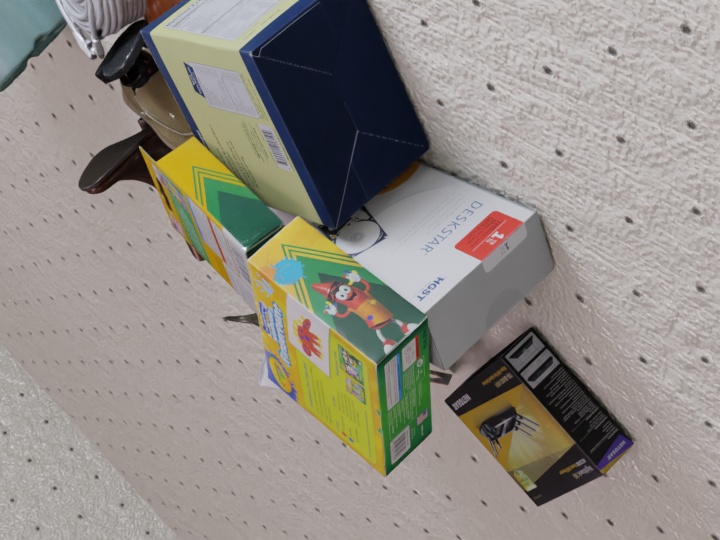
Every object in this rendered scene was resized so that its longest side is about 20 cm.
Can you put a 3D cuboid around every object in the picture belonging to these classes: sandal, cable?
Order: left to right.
[{"bbox_3d":[-0.298,-0.350,1.782,0.201,0.069,0.200,59,159,14],"label":"cable"},{"bbox_3d":[-0.252,-0.235,1.849,0.048,0.076,0.200,33,177,-15],"label":"sandal"}]

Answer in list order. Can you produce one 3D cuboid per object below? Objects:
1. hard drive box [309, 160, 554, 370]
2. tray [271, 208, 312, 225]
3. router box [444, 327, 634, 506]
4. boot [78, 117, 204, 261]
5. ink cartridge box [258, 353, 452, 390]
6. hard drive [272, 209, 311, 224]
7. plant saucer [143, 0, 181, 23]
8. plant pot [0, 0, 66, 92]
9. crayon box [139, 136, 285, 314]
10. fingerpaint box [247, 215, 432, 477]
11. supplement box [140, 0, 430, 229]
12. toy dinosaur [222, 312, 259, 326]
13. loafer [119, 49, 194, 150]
[{"bbox_3d":[0.057,-0.013,1.573,0.199,0.156,0.077,26,149,43],"label":"hard drive box"},{"bbox_3d":[-0.089,-0.054,1.724,0.198,0.022,0.109,8,113,39],"label":"tray"},{"bbox_3d":[0.183,0.158,1.742,0.157,0.052,0.200,48,158,4],"label":"router box"},{"bbox_3d":[-0.231,-0.077,1.995,0.064,0.186,0.201,-1,125,44],"label":"boot"},{"bbox_3d":[-0.003,0.119,1.828,0.198,0.058,0.163,16,-178,5],"label":"ink cartridge box"},{"bbox_3d":[-0.035,-0.002,1.747,0.134,0.042,0.202,12,118,37],"label":"hard drive"},{"bbox_3d":[-0.158,-0.238,1.781,0.200,0.037,0.201,41,157,21],"label":"plant saucer"},{"bbox_3d":[-0.467,-0.334,2.032,0.196,0.201,0.200,45,159,-9],"label":"plant pot"},{"bbox_3d":[-0.133,-0.045,1.643,0.200,0.051,0.126,42,160,37],"label":"crayon box"},{"bbox_3d":[-0.015,0.072,1.541,0.166,0.073,0.201,37,154,27],"label":"fingerpaint box"},{"bbox_3d":[-0.073,-0.173,1.589,0.199,0.134,0.201,20,143,51],"label":"supplement box"},{"bbox_3d":[-0.062,0.038,1.914,0.103,0.197,0.078,-99,6,-47],"label":"toy dinosaur"},{"bbox_3d":[-0.222,-0.197,1.916,0.199,0.076,0.068,30,157,40],"label":"loafer"}]
